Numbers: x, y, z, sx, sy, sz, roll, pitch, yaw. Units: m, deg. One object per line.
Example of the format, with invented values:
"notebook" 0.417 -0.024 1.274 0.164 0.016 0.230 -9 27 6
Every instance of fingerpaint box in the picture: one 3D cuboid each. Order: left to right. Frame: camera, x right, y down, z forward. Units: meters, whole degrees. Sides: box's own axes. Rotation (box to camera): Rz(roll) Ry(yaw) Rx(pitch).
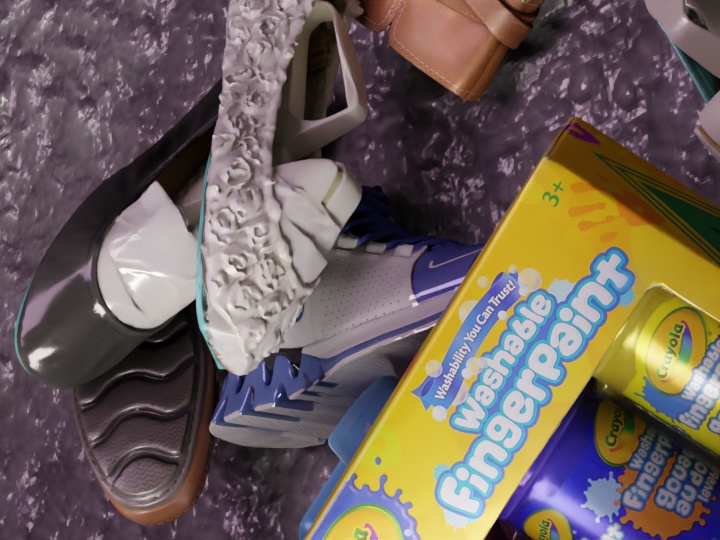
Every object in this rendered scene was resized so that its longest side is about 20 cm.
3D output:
"fingerpaint box" 0.088 0.077 0.848 0.166 0.073 0.201 33 110 3

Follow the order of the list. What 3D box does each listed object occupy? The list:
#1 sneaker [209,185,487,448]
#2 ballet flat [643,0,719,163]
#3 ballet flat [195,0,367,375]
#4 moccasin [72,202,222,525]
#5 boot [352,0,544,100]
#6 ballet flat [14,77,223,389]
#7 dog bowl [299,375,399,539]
"sneaker" 0.000 0.000 1.046 0.199 0.080 0.116 -24 63 46
"ballet flat" 0.147 -0.070 0.895 0.067 0.070 0.201 -58 40 40
"ballet flat" -0.030 -0.053 1.013 0.072 0.072 0.201 -31 46 41
"moccasin" -0.104 0.047 1.151 0.073 0.078 0.202 -20 41 -1
"boot" 0.039 -0.183 1.074 0.200 0.076 0.156 47 119 38
"ballet flat" -0.083 -0.027 1.100 0.068 0.068 0.200 -5 41 50
"dog bowl" -0.012 0.135 0.962 0.049 0.112 0.200 24 57 15
